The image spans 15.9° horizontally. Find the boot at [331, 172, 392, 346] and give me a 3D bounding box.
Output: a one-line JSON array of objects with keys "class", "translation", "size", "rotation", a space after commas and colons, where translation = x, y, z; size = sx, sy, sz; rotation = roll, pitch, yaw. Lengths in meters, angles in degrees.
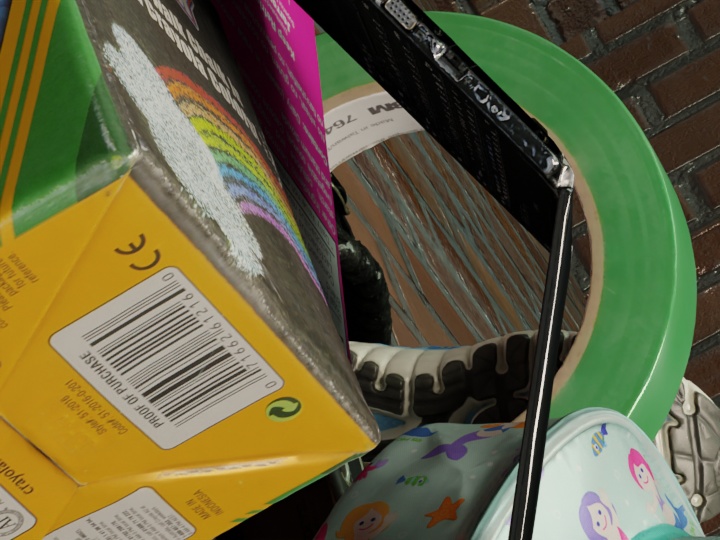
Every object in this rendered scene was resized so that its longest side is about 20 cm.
[{"class": "boot", "translation": [-0.058, -0.049, 1.075], "size": [0.211, 0.079, 0.158], "rotation": [54, 11, -46]}]

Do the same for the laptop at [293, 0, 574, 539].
[{"class": "laptop", "translation": [0.000, 0.000, 0.650], "size": [0.200, 0.103, 0.177], "rotation": [45, -1, 7]}]

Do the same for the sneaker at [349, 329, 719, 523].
[{"class": "sneaker", "translation": [0.056, 0.058, 1.000], "size": [0.090, 0.199, 0.079], "rotation": [3, 94, -65]}]

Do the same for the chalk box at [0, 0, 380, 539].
[{"class": "chalk box", "translation": [-0.099, -0.032, 0.604], "size": [0.125, 0.124, 0.200], "rotation": [51, 12, -48]}]

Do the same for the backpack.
[{"class": "backpack", "translation": [0.066, 0.146, 0.809], "size": [0.200, 0.150, 0.178], "rotation": [58, 46, -22]}]

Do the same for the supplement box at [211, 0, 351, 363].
[{"class": "supplement box", "translation": [-0.072, -0.044, 0.749], "size": [0.103, 0.101, 0.201], "rotation": [55, 23, -49]}]

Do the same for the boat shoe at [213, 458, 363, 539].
[{"class": "boat shoe", "translation": [-0.043, 0.042, 0.888], "size": [0.201, 0.072, 0.068], "rotation": [68, 9, 21]}]

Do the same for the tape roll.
[{"class": "tape roll", "translation": [0.021, 0.007, 0.941], "size": [0.201, 0.200, 0.048], "rotation": [64, 9, 22]}]
